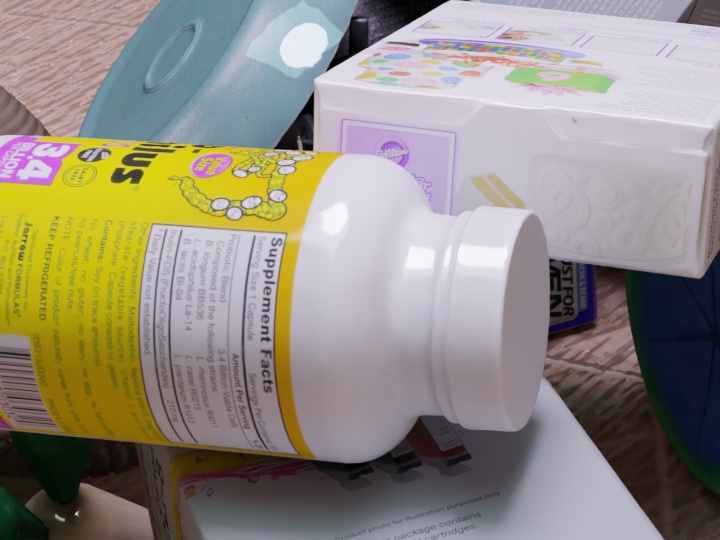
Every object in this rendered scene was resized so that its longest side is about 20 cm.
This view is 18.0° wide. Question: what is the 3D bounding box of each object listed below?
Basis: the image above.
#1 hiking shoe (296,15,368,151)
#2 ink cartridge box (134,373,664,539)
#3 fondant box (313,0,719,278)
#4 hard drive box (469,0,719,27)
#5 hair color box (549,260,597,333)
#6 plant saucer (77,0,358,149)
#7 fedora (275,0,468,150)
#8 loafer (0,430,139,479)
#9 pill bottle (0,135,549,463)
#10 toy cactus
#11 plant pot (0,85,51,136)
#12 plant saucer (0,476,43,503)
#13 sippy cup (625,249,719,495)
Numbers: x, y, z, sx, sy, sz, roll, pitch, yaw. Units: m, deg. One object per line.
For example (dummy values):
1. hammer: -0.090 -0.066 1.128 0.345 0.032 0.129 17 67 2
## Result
1. hiking shoe: -0.004 -0.026 0.977 0.076 0.101 0.200 -7 37 -1
2. ink cartridge box: 0.011 0.117 0.827 0.144 0.146 0.200 -14 33 -12
3. fondant box: 0.078 -0.057 0.878 0.144 0.058 0.200 8 16 15
4. hard drive box: 0.096 -0.163 1.129 0.200 0.077 0.156 43 18 19
5. hair color box: 0.000 0.000 1.084 0.200 0.065 0.109 -15 34 -16
6. plant saucer: -0.077 -0.092 1.073 0.200 0.036 0.200 -42 26 25
7. fedora: -0.003 -0.114 1.179 0.200 0.092 0.201 -13 10 2
8. loafer: -0.158 0.051 0.974 0.200 0.076 0.068 -4 69 -12
9. pill bottle: -0.040 0.010 0.772 0.200 0.104 0.104 4 34 17
10. toy cactus: -0.143 0.104 0.892 0.102 0.200 0.165 10 -4 32
11. plant pot: -0.239 -0.053 1.134 0.200 0.093 0.201 -9 19 3
12. plant saucer: -0.203 0.048 1.071 0.200 0.031 0.200 -4 33 3
13. sippy cup: 0.198 0.016 0.964 0.130 0.140 0.178 -12 36 -16
